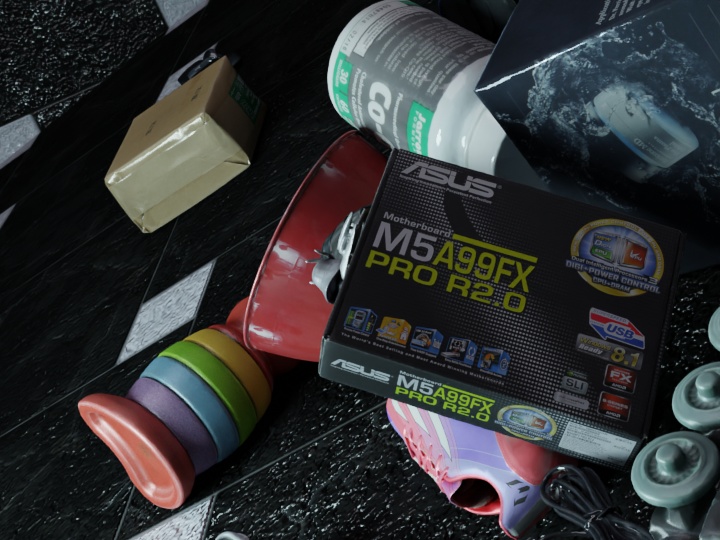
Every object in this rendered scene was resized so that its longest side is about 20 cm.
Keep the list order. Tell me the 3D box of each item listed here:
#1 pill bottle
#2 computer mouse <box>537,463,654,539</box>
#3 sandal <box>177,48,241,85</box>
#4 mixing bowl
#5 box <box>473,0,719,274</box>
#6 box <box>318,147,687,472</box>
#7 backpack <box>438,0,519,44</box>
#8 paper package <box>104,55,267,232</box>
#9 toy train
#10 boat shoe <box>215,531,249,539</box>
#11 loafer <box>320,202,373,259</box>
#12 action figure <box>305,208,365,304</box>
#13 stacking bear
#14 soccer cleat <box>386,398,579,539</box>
[{"bbox_3d":[0.073,-0.129,1.057,0.113,0.113,0.200,-44,46,-10],"label":"pill bottle"},{"bbox_3d":[0.082,0.201,0.740,0.200,0.046,0.140,-40,22,-7],"label":"computer mouse"},{"bbox_3d":[-0.268,-0.344,2.313,0.076,0.043,0.200,-50,24,-21],"label":"sandal"},{"bbox_3d":[0.000,0.000,1.107,0.201,0.108,0.200,-58,-12,-20],"label":"mixing bowl"},{"bbox_3d":[0.218,-0.112,0.901,0.199,0.197,0.118,-19,31,42],"label":"box"},{"bbox_3d":[0.090,0.020,0.844,0.044,0.199,0.161,99,-170,-55],"label":"box"},{"bbox_3d":[0.174,-0.202,1.113,0.147,0.200,0.183,-56,25,-14],"label":"backpack"},{"bbox_3d":[-0.235,-0.175,1.870,0.190,0.104,0.200,-31,23,20],"label":"paper package"},{"bbox_3d":[0.220,0.086,0.694,0.113,0.085,0.200,2,44,42],"label":"toy train"},{"bbox_3d":[-0.067,0.243,0.869,0.074,0.065,0.202,-36,23,10],"label":"boat shoe"},{"bbox_3d":[0.074,-0.018,1.004,0.072,0.199,0.073,121,139,-57],"label":"loafer"},{"bbox_3d":[0.053,0.023,0.935,0.199,0.131,0.070,16,44,15],"label":"action figure"},{"bbox_3d":[-0.125,0.097,1.190,0.200,0.122,0.113,-44,19,-28],"label":"stacking bear"},{"bbox_3d":[0.065,0.119,0.897,0.077,0.067,0.200,-52,27,-16],"label":"soccer cleat"}]
